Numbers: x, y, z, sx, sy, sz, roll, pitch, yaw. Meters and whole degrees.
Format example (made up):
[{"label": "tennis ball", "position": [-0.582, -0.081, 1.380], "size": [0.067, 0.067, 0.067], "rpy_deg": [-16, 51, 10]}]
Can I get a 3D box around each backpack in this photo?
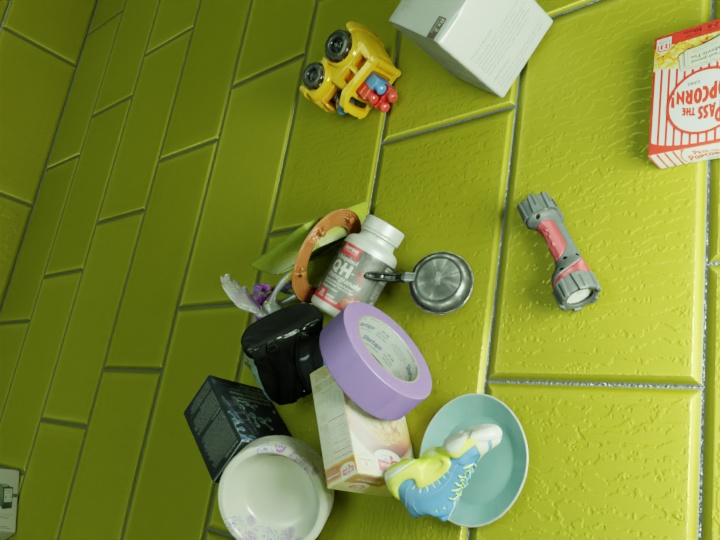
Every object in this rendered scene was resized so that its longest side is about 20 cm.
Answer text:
[{"label": "backpack", "position": [-0.141, 0.167, 1.357], "size": [0.163, 0.201, 0.154], "rpy_deg": [-25, 34, -16]}]

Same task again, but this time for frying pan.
[{"label": "frying pan", "position": [0.109, 0.002, 1.241], "size": [0.190, 0.031, 0.115], "rpy_deg": [29, 82, 23]}]

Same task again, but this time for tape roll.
[{"label": "tape roll", "position": [0.027, 0.149, 1.178], "size": [0.066, 0.200, 0.200], "rpy_deg": [-45, 46, 21]}]

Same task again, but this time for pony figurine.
[{"label": "pony figurine", "position": [-0.189, 0.081, 1.488], "size": [0.200, 0.167, 0.193], "rpy_deg": [-36, 55, 8]}]

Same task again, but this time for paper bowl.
[{"label": "paper bowl", "position": [-0.146, 0.396, 1.270], "size": [0.200, 0.104, 0.202], "rpy_deg": [1, 96, 11]}]

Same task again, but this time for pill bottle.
[{"label": "pill bottle", "position": [0.000, 0.000, 1.338], "size": [0.111, 0.111, 0.201], "rpy_deg": [29, 89, 48]}]

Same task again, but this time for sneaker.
[{"label": "sneaker", "position": [0.139, 0.309, 1.064], "size": [0.200, 0.076, 0.105], "rpy_deg": [-30, 81, 21]}]

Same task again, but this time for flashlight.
[{"label": "flashlight", "position": [0.298, -0.033, 1.086], "size": [0.068, 0.068, 0.201], "rpy_deg": [-36, 51, 22]}]

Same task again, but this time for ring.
[{"label": "ring", "position": [-0.058, -0.024, 1.357], "size": [0.019, 0.200, 0.201], "rpy_deg": [28, 93, 26]}]

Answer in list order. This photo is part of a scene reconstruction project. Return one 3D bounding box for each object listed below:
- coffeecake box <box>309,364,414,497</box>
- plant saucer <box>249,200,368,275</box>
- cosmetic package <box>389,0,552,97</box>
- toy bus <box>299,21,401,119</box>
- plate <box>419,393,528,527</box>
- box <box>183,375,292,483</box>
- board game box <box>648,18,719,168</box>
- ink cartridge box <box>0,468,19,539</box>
[{"label": "coffeecake box", "position": [0.006, 0.263, 1.180], "size": [0.073, 0.153, 0.201], "rpy_deg": [-35, 50, 30]}, {"label": "plant saucer", "position": [-0.093, -0.056, 1.423], "size": [0.199, 0.200, 0.048], "rpy_deg": [-31, 87, 41]}, {"label": "cosmetic package", "position": [0.198, -0.449, 1.272], "size": [0.165, 0.200, 0.165], "rpy_deg": [-56, 43, 9]}, {"label": "toy bus", "position": [-0.009, -0.403, 1.543], "size": [0.200, 0.135, 0.192], "rpy_deg": [-45, 61, 24]}, {"label": "plate", "position": [0.176, 0.291, 1.091], "size": [0.200, 0.026, 0.201], "rpy_deg": [-20, 59, 38]}, {"label": "box", "position": [-0.239, 0.322, 1.408], "size": [0.107, 0.148, 0.200], "rpy_deg": [-55, 43, 12]}, {"label": "board game box", "position": [0.496, -0.256, 1.003], "size": [0.151, 0.046, 0.201], "rpy_deg": [-7, 67, 44]}, {"label": "ink cartridge box", "position": [-1.126, 0.731, 2.169], "size": [0.146, 0.084, 0.201], "rpy_deg": [-38, 48, 26]}]
